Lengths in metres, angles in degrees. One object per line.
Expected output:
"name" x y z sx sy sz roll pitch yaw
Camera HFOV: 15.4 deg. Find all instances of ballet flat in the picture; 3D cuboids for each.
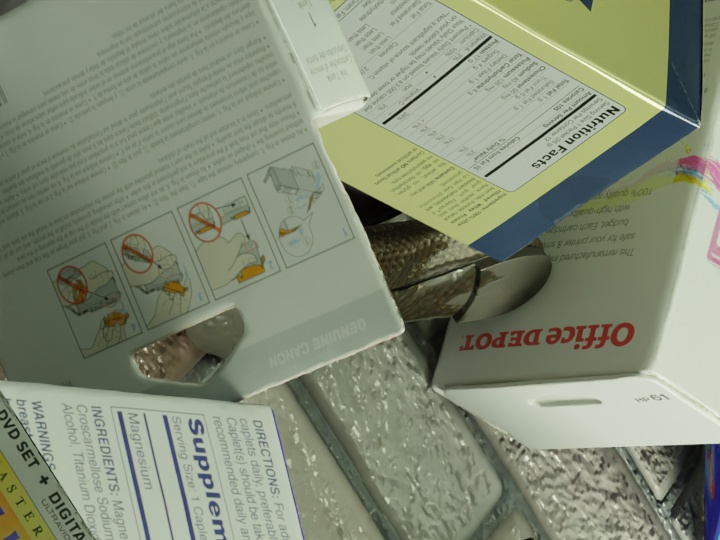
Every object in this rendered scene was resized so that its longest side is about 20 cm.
"ballet flat" 0.000 0.000 1.213 0.199 0.068 0.046 -9 53 -33

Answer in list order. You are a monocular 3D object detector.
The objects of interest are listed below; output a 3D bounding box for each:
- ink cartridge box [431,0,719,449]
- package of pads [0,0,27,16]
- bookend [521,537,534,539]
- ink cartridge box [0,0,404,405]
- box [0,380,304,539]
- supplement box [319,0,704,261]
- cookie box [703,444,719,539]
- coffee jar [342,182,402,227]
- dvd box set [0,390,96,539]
"ink cartridge box" 0.133 -0.018 1.298 0.084 0.144 0.201 34 64 -36
"package of pads" -0.095 -0.146 1.180 0.200 0.075 0.121 -26 94 -53
"bookend" 0.079 0.261 1.167 0.199 0.092 0.201 46 43 -26
"ink cartridge box" -0.079 -0.031 1.036 0.043 0.199 0.175 -26 93 -54
"box" -0.114 0.143 0.952 0.199 0.105 0.185 8 58 -42
"supplement box" 0.031 -0.148 1.135 0.199 0.134 0.201 27 51 -27
"cookie box" 0.223 0.042 1.383 0.200 0.075 0.172 88 5 -58
"coffee jar" 0.025 -0.101 1.282 0.086 0.104 0.200 53 40 -15
"dvd box set" -0.177 0.122 0.834 0.147 0.199 0.029 55 -12 20
